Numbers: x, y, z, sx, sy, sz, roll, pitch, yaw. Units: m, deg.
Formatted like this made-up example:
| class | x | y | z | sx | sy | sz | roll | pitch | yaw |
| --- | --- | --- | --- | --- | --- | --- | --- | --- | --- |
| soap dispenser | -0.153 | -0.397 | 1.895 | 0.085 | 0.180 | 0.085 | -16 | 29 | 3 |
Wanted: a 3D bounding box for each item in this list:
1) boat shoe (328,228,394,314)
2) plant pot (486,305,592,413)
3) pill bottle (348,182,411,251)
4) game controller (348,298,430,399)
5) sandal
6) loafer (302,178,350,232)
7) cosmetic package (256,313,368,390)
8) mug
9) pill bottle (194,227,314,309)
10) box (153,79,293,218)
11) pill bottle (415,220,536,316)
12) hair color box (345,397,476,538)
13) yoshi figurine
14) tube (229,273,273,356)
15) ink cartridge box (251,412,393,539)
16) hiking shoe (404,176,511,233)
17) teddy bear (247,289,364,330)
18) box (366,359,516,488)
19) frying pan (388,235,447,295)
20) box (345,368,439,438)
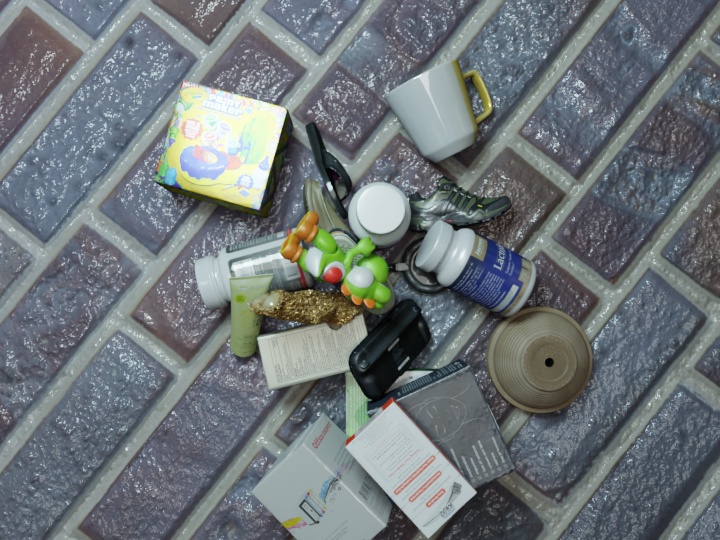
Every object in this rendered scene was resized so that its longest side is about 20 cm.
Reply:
| class | x | y | z | sx | sy | sz | roll | pitch | yaw |
| --- | --- | --- | --- | --- | --- | --- | --- | --- | --- |
| boat shoe | 0.000 | 0.000 | 1.290 | 0.074 | 0.062 | 0.200 | -32 | 120 | 12 |
| plant pot | 0.339 | 0.168 | 1.311 | 0.200 | 0.093 | 0.202 | 0 | 88 | -1 |
| pill bottle | 0.033 | -0.096 | 1.269 | 0.112 | 0.200 | 0.113 | 0 | 86 | 0 |
| game controller | 0.057 | 0.141 | 1.286 | 0.200 | 0.042 | 0.105 | -42 | 122 | -35 |
| sandal | -0.052 | -0.193 | 1.320 | 0.048 | 0.075 | 0.201 | -21 | 75 | 8 |
| loafer | -0.058 | -0.080 | 1.336 | 0.067 | 0.076 | 0.201 | -17 | 100 | -8 |
| cosmetic package | -0.081 | 0.146 | 1.315 | 0.199 | 0.087 | 0.104 | -12 | 89 | -1 |
| mug | 0.160 | -0.295 | 1.311 | 0.186 | 0.149 | 0.154 | -26 | 95 | 5 |
| pill bottle | -0.194 | 0.000 | 1.309 | 0.199 | 0.114 | 0.114 | -15 | 87 | 0 |
| box | -0.249 | -0.221 | 1.316 | 0.199 | 0.122 | 0.194 | 15 | 86 | 1 |
| pill bottle | 0.208 | -0.006 | 1.290 | 0.199 | 0.116 | 0.116 | 26 | 88 | -11 |
| hair color box | 0.081 | 0.322 | 1.166 | 0.111 | 0.064 | 0.200 | -42 | 87 | -1 |
| yoshi figurine | -0.029 | -0.016 | 1.201 | 0.200 | 0.112 | 0.112 | 36 | 80 | -11 |
| tube | -0.204 | 0.077 | 1.272 | 0.052 | 0.201 | 0.058 | 30 | 46 | 14 |
| ink cartridge box | -0.060 | 0.391 | 1.260 | 0.200 | 0.147 | 0.145 | 45 | 105 | 2 |
| hiking shoe | 0.183 | -0.132 | 1.333 | 0.199 | 0.076 | 0.101 | -10 | 91 | 1 |
| teddy bear | -0.094 | 0.070 | 1.219 | 0.145 | 0.199 | 0.067 | -8 | 80 | 42 |
| box | 0.138 | 0.291 | 1.256 | 0.196 | 0.124 | 0.201 | -24 | 89 | -2 |
| frying pan | 0.098 | -0.022 | 1.354 | 0.189 | 0.031 | 0.115 | 19 | 86 | -2 |
| box | 0.070 | 0.259 | 1.337 | 0.199 | 0.036 | 0.145 | 0 | 88 | -1 |
